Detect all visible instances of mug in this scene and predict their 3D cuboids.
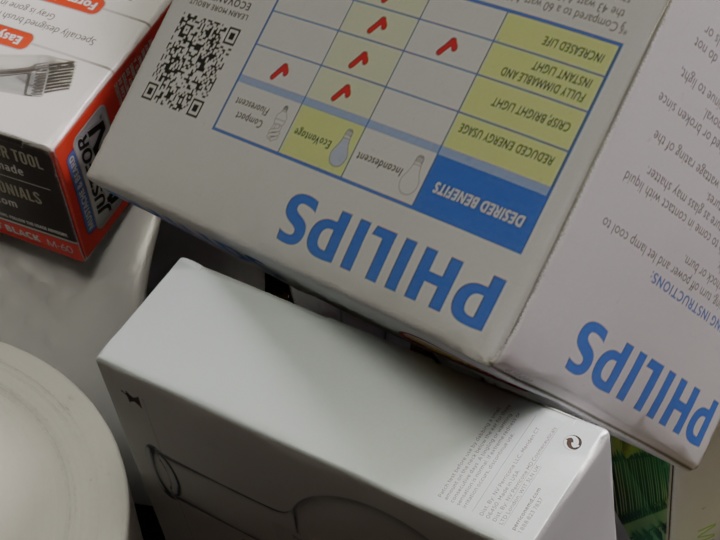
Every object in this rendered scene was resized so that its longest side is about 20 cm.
[{"bbox_3d":[-0.137,0.008,0.761,0.174,0.149,0.200,5,15,15],"label":"mug"}]

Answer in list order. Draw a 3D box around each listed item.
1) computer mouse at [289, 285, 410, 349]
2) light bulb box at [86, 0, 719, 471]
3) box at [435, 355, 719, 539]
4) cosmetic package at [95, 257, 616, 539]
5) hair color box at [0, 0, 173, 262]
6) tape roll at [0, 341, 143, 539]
[{"bbox_3d":[0.000,0.000,0.732,0.044,0.109,0.201,-30,61,21],"label":"computer mouse"},{"bbox_3d":[0.048,-0.072,0.585,0.198,0.125,0.201,24,87,43],"label":"light bulb box"},{"bbox_3d":[0.078,0.030,0.693,0.036,0.145,0.200,-22,44,-17],"label":"box"},{"bbox_3d":[0.008,0.101,0.583,0.150,0.201,0.052,23,56,29],"label":"cosmetic package"},{"bbox_3d":[-0.103,-0.107,0.692,0.110,0.064,0.201,18,54,21],"label":"hair color box"},{"bbox_3d":[-0.165,0.137,0.613,0.201,0.140,0.204,-3,42,3],"label":"tape roll"}]
